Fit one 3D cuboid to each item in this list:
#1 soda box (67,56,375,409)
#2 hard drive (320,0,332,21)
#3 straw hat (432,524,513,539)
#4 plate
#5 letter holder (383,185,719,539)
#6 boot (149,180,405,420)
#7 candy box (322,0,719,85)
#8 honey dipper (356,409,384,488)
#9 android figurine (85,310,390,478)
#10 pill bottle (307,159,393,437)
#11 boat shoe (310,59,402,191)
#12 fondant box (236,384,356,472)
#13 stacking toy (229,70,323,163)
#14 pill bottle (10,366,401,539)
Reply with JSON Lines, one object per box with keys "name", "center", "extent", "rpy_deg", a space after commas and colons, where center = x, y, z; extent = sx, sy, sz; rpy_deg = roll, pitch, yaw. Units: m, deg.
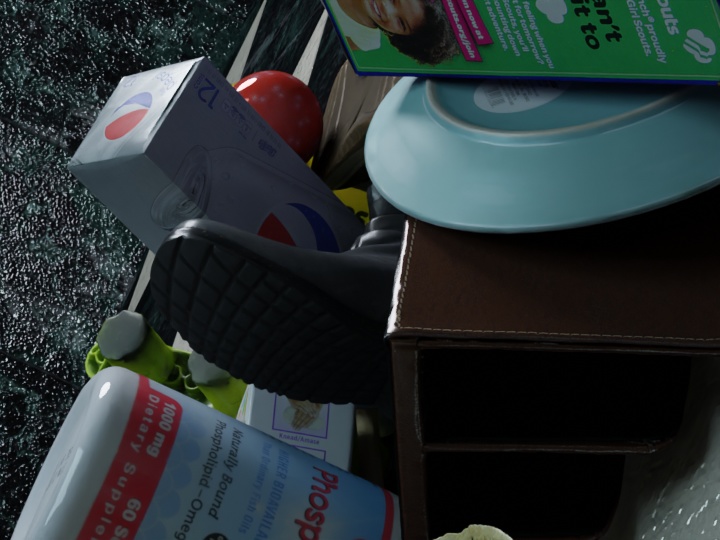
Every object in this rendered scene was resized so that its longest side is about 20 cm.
{"name": "soda box", "center": [-0.048, -0.013, 0.965], "extent": [0.068, 0.200, 0.064], "rpy_deg": [-6, 47, 47]}
{"name": "hard drive", "center": [0.062, -0.177, 0.944], "extent": [0.199, 0.132, 0.026], "rpy_deg": [-11, 41, 25]}
{"name": "straw hat", "center": [0.033, 0.189, 0.647], "extent": [0.201, 0.085, 0.201], "rpy_deg": [-53, 19, 27]}
{"name": "plate", "center": [0.093, -0.081, 0.774], "extent": [0.201, 0.199, 0.026], "rpy_deg": [-81, -24, -56]}
{"name": "letter holder", "center": [0.091, 0.009, 0.784], "extent": [0.200, 0.141, 0.101], "rpy_deg": [-80, -13, -56]}
{"name": "boot", "center": [0.000, 0.000, 0.919], "extent": [0.070, 0.199, 0.132], "rpy_deg": [-48, 23, 41]}
{"name": "candy box", "center": [0.102, -0.151, 0.766], "extent": [0.199, 0.077, 0.169], "rpy_deg": [6, 44, 46]}
{"name": "honey dipper", "center": [0.005, 0.107, 0.981], "extent": [0.038, 0.038, 0.201], "rpy_deg": [-56, 25, 34]}
{"name": "android figurine", "center": [-0.069, 0.088, 1.105], "extent": [0.041, 0.181, 0.200], "rpy_deg": [-65, -32, -21]}
{"name": "pill bottle", "center": [0.006, -0.014, 1.135], "extent": [0.201, 0.112, 0.112], "rpy_deg": [-68, 12, -15]}
{"name": "boat shoe", "center": [0.029, -0.076, 0.975], "extent": [0.200, 0.072, 0.073], "rpy_deg": [144, 141, -66]}
{"name": "fondant box", "center": [-0.048, 0.169, 0.965], "extent": [0.145, 0.058, 0.201], "rpy_deg": [112, 165, -55]}
{"name": "stacking toy", "center": [-0.063, -0.070, 1.061], "extent": [0.086, 0.085, 0.200], "rpy_deg": [-65, 9, -6]}
{"name": "pill bottle", "center": [-0.042, 0.127, 0.820], "extent": [0.109, 0.199, 0.109], "rpy_deg": [-60, 12, 22]}
